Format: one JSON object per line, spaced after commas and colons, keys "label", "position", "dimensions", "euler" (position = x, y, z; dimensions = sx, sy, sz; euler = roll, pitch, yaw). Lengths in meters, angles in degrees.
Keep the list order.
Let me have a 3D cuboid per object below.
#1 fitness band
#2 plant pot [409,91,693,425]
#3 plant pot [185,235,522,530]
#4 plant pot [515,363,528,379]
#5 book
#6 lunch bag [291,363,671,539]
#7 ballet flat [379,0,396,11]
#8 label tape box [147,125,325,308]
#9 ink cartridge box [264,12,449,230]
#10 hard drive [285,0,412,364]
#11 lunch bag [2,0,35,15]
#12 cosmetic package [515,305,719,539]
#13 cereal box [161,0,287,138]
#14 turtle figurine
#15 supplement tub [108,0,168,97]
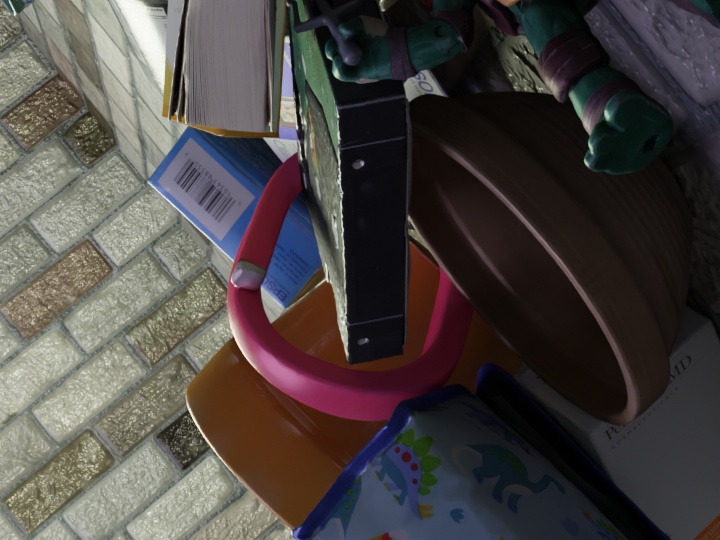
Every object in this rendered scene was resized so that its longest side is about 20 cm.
{"label": "fitness band", "position": [0.000, 0.000, 0.829], "dimensions": [0.143, 0.201, 0.038], "euler": [23, 134, -5]}
{"label": "plant pot", "position": [0.105, -0.025, 0.733], "dimensions": [0.201, 0.093, 0.201], "euler": [48, 169, 12]}
{"label": "plant pot", "position": [0.013, 0.080, 0.970], "dimensions": [0.200, 0.183, 0.200], "euler": [41, -175, -4]}
{"label": "plant pot", "position": [0.087, 0.145, 1.174], "dimensions": [0.200, 0.196, 0.197], "euler": [33, 161, 45]}
{"label": "book", "position": [-0.051, -0.183, 0.623], "dimensions": [0.134, 0.048, 0.201], "euler": [107, 167, -64]}
{"label": "lunch bag", "position": [0.087, 0.151, 0.794], "dimensions": [0.170, 0.128, 0.200], "euler": [46, -163, 16]}
{"label": "ballet flat", "position": [-0.010, -0.173, 0.791], "dimensions": [0.073, 0.073, 0.200], "euler": [53, 168, -15]}
{"label": "label tape box", "position": [-0.060, -0.062, 1.109], "dimensions": [0.143, 0.066, 0.200], "euler": [42, -160, 4]}
{"label": "ink cartridge box", "position": [0.011, -0.096, 0.918], "dimensions": [0.199, 0.044, 0.198], "euler": [11, 150, 41]}
{"label": "hard drive", "position": [-0.007, -0.065, 0.718], "dimensions": [0.201, 0.038, 0.140], "euler": [87, 170, -52]}
{"label": "lunch bag", "position": [-0.246, -0.319, 1.017], "dimensions": [0.200, 0.170, 0.122], "euler": [51, 167, 15]}
{"label": "cosmetic package", "position": [0.183, 0.112, 0.858], "dimensions": [0.071, 0.101, 0.200], "euler": [36, 163, 50]}
{"label": "cereal box", "position": [-0.078, -0.182, 0.807], "dimensions": [0.144, 0.039, 0.202], "euler": [-155, 67, -67]}
{"label": "turtle figurine", "position": [0.059, -0.131, 0.562], "dimensions": [0.200, 0.100, 0.151], "euler": [42, 126, 34]}
{"label": "supplement tub", "position": [-0.120, -0.209, 0.989], "dimensions": [0.123, 0.122, 0.200], "euler": [46, 168, 23]}
